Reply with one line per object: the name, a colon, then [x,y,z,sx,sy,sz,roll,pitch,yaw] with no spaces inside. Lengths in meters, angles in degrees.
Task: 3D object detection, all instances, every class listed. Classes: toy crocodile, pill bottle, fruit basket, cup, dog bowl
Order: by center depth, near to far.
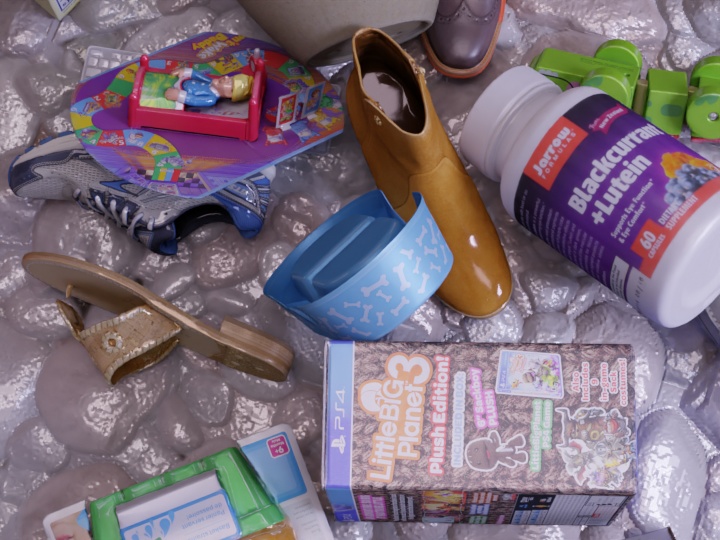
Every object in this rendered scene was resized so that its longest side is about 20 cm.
fruit basket: [-0.099,0.227,1.135,0.185,0.094,0.200,-20,78,-4]
dog bowl: [0.000,0.000,1.148,0.111,0.200,0.050,-43,104,-9]
pill bottle: [0.169,-0.059,1.168,0.200,0.111,0.111,38,79,27]
cup: [-0.016,-0.232,1.221,0.200,0.200,0.144,-18,88,-3]
toy crocodile: [0.220,-0.125,1.241,0.199,0.062,0.068,11,35,7]

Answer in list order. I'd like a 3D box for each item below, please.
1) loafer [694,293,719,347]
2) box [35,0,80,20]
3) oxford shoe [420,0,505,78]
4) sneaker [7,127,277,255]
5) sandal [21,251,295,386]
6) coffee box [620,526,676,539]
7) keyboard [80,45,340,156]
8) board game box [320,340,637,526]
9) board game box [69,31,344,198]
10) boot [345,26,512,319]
loafer: [0.291,0.046,1.180,0.070,0.070,0.200,-34,76,-7]
box: [-0.272,-0.309,1.237,0.176,0.200,0.097,40,79,13]
oxford shoe: [0.076,-0.246,1.270,0.071,0.073,0.201,1,74,2]
sneaker: [-0.161,-0.056,1.227,0.199,0.077,0.085,-1,78,3]
sandal: [-0.157,0.053,1.193,0.211,0.078,0.070,20,70,3]
coffee box: [0.127,0.259,1.096,0.199,0.080,0.115,-16,119,-2]
keyboard: [-0.117,-0.130,1.278,0.199,0.011,0.056,10,75,5]
board game box: [0.077,0.113,1.124,0.199,0.159,0.097,1,74,2]
board game box: [-0.111,-0.132,1.211,0.200,0.039,0.158,-27,53,-33]
boot: [0.045,-0.066,1.184,0.071,0.144,0.201,-29,75,-5]
